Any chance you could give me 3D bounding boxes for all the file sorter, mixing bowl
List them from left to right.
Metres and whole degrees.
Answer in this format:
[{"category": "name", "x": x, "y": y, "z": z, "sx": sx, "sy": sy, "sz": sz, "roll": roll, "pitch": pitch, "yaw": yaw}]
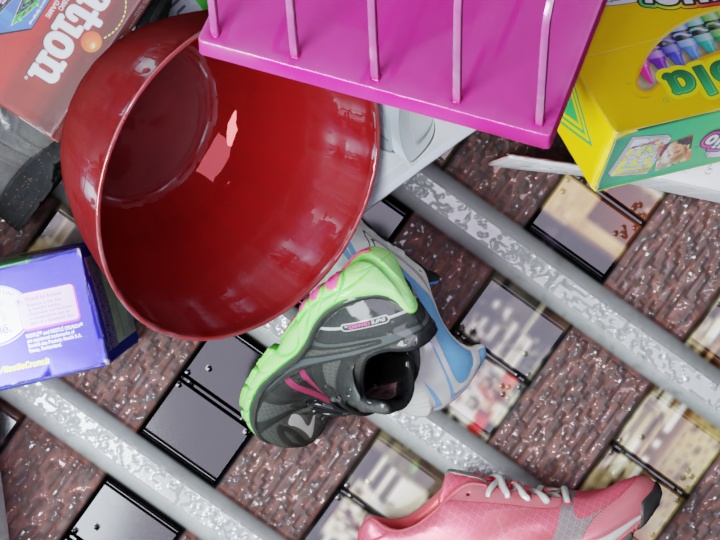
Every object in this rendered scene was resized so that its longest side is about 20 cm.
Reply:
[{"category": "mixing bowl", "x": -0.098, "y": -0.072, "z": 1.634, "sx": 0.200, "sy": 0.108, "sz": 0.200, "roll": -21, "pitch": 124, "yaw": -33}, {"category": "file sorter", "x": 0.028, "y": -0.178, "z": 1.497, "sx": 0.200, "sy": 0.125, "sz": 0.139, "roll": 16, "pitch": 59, "yaw": 11}]

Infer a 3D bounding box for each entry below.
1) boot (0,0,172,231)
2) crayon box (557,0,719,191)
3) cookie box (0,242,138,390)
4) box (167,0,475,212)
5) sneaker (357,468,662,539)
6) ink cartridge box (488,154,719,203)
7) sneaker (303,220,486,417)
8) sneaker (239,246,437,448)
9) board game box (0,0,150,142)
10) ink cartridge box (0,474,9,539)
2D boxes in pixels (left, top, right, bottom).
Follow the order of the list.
[{"category": "boot", "x": -0.212, "y": -0.125, "z": 1.721, "sx": 0.132, "sy": 0.070, "sz": 0.200, "roll": 38, "pitch": 119, "yaw": -4}, {"category": "crayon box", "x": 0.187, "y": -0.143, "z": 1.601, "sx": 0.200, "sy": 0.058, "sz": 0.173, "roll": -14, "pitch": 55, "yaw": -22}, {"category": "cookie box", "x": -0.231, "y": 0.034, "z": 1.698, "sx": 0.171, "sy": 0.200, "sz": 0.075, "roll": -12, "pitch": 92, "yaw": 0}, {"category": "box", "x": -0.003, "y": -0.154, "z": 1.693, "sx": 0.176, "sy": 0.097, "sz": 0.200, "roll": -35, "pitch": 94, "yaw": 43}, {"category": "sneaker", "x": 0.090, "y": 0.158, "z": 1.772, "sx": 0.200, "sy": 0.074, "sz": 0.087, "roll": -22, "pitch": 92, "yaw": 1}, {"category": "ink cartridge box", "x": 0.172, "y": -0.070, "z": 1.692, "sx": 0.176, "sy": 0.200, "sz": 0.045, "roll": 10, "pitch": 91, "yaw": -1}, {"category": "sneaker", "x": 0.000, "y": 0.000, "z": 1.770, "sx": 0.072, "sy": 0.072, "sz": 0.200, "roll": -37, "pitch": 88, "yaw": -29}, {"category": "sneaker", "x": -0.013, "y": 0.065, "z": 1.710, "sx": 0.084, "sy": 0.200, "sz": 0.077, "roll": 46, "pitch": 57, "yaw": 8}, {"category": "board game box", "x": -0.166, "y": -0.186, "z": 1.659, "sx": 0.103, "sy": 0.019, "sz": 0.200, "roll": 32, "pitch": 88, "yaw": 11}, {"category": "ink cartridge box", "x": -0.294, "y": 0.192, "z": 1.766, "sx": 0.145, "sy": 0.084, "sz": 0.200, "roll": -6, "pitch": 94, "yaw": 1}]
